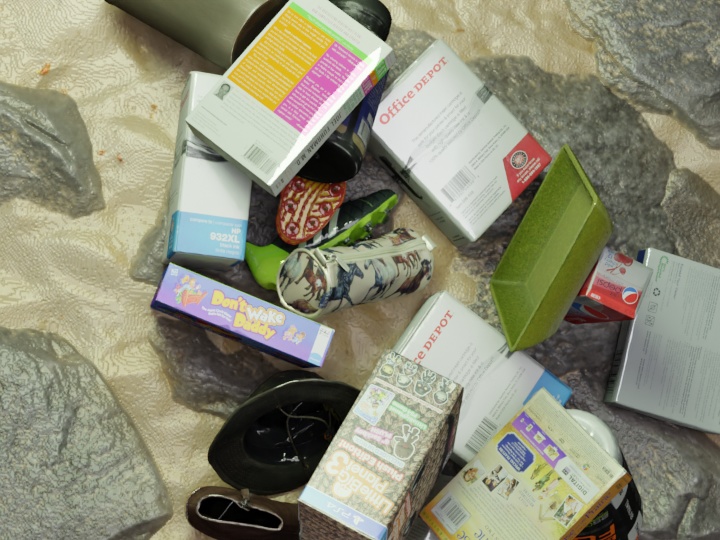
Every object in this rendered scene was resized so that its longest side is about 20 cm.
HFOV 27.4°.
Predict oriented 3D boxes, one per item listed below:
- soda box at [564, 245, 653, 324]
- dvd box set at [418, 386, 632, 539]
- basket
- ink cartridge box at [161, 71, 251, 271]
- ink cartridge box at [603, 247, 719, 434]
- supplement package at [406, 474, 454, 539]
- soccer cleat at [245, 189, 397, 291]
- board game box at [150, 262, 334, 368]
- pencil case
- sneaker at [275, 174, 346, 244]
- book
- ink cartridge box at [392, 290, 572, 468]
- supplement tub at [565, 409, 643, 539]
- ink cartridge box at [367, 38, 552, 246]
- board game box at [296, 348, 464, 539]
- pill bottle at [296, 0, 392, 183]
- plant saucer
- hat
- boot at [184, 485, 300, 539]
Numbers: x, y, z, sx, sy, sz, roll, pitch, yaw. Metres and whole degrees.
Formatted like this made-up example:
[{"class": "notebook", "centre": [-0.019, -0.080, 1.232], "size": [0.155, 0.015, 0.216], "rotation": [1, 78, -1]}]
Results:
[{"class": "soda box", "centre": [0.266, 0.020, 1.730], "size": [0.069, 0.200, 0.064], "rotation": [24, 81, -9]}, {"class": "dvd box set", "centre": [0.177, 0.245, 1.602], "size": [0.200, 0.029, 0.146], "rotation": [-46, 51, 1]}, {"class": "basket", "centre": [-0.169, -0.316, 1.664], "size": [0.180, 0.136, 0.200], "rotation": [-44, 65, -8]}, {"class": "ink cartridge box", "centre": [-0.170, -0.109, 1.683], "size": [0.082, 0.145, 0.203], "rotation": [7, 84, -11]}, {"class": "ink cartridge box", "centre": [0.417, 0.094, 1.836], "size": [0.197, 0.041, 0.202], "rotation": [17, 82, -10]}, {"class": "supplement package", "centre": [0.097, 0.354, 1.711], "size": [0.120, 0.120, 0.202], "rotation": [32, 81, -8]}, {"class": "soccer cleat", "centre": [-0.047, -0.052, 1.746], "size": [0.199, 0.068, 0.082], "rotation": [-32, 76, -13]}, {"class": "board game box", "centre": [-0.137, 0.054, 1.682], "size": [0.198, 0.134, 0.045], "rotation": [23, 82, -9]}, {"class": "pencil case", "centre": [0.000, 0.000, 1.700], "size": [0.199, 0.089, 0.079], "rotation": [-13, 72, -46]}, {"class": "sneaker", "centre": [-0.049, -0.114, 1.731], "size": [0.072, 0.077, 0.202], "rotation": [24, 65, -7]}, {"class": "book", "centre": [-0.074, -0.193, 1.583], "size": [0.133, 0.048, 0.200], "rotation": [37, 78, 25]}, {"class": "ink cartridge box", "centre": [0.126, 0.143, 1.751], "size": [0.199, 0.086, 0.147], "rotation": [37, 79, -4]}, {"class": "supplement tub", "centre": [0.257, 0.258, 1.705], "size": [0.121, 0.201, 0.124], "rotation": [-12, 52, 16]}, {"class": "ink cartridge box", "centre": [0.106, -0.152, 1.772], "size": [0.144, 0.084, 0.200], "rotation": [-45, 96, -11]}, {"class": "board game box", "centre": [0.021, 0.217, 1.592], "size": [0.096, 0.160, 0.201], "rotation": [25, 62, 13]}, {"class": "pill bottle", "centre": [-0.028, -0.211, 1.670], "size": [0.110, 0.112, 0.202], "rotation": [20, 66, -9]}, {"class": "plant saucer", "centre": [0.224, -0.021, 1.695], "size": [0.047, 0.201, 0.201], "rotation": [23, 110, -12]}, {"class": "hat", "centre": [-0.086, 0.166, 1.700], "size": [0.198, 0.202, 0.082], "rotation": [-10, 48, -12]}, {"class": "boot", "centre": [-0.099, 0.289, 1.652], "size": [0.197, 0.166, 0.073], "rotation": [16, 80, -9]}]
